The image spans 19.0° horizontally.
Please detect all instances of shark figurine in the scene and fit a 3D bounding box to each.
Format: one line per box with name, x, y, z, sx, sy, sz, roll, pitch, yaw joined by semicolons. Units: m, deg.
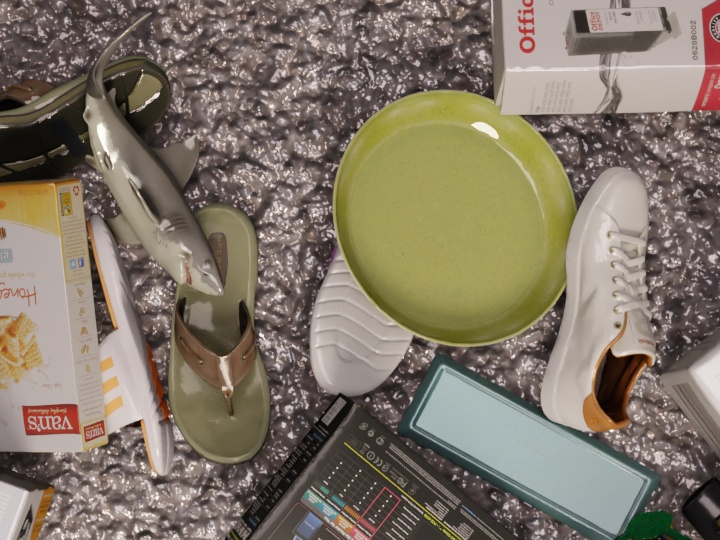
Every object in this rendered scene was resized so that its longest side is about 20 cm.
shark figurine;-0.159;-0.093;1.620;0.089;0.128;0.216;-35;118;-24

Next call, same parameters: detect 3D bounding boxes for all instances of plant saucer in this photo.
plant saucer;0.070;-0.038;1.643;0.198;0.031;0.202;5;74;-16
plant saucer;0.130;0.141;1.658;0.199;0.019;0.070;29;86;2

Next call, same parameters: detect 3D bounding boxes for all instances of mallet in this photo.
mallet;0.279;0.197;1.563;0.041;0.200;0.066;-44;93;2

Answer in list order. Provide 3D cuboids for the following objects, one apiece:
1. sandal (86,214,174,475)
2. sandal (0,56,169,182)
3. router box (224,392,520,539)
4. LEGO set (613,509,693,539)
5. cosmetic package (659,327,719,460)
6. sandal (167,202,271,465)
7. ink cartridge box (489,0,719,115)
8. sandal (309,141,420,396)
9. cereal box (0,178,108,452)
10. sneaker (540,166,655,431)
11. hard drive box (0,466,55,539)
sandal;-0.192;0.063;1.641;0.059;0.079;0.209;-18;77;0
sandal;-0.242;-0.115;1.655;0.199;0.080;0.058;-21;47;0
router box;0.016;0.212;1.604;0.200;0.062;0.150;41;85;-14
LEGO set;0.204;0.282;1.584;0.199;0.153;0.117;-34;116;-28
cosmetic package;0.354;0.080;1.588;0.199;0.165;0.166;-37;86;-2
sandal;-0.112;0.048;1.646;0.079;0.057;0.203;-4;85;0
ink cartridge box;0.200;-0.202;1.640;0.198;0.083;0.148;-2;72;0
sandal;0.007;0.002;1.657;0.082;0.050;0.205;17;74;-13
cereal box;-0.264;0.035;1.610;0.143;0.039;0.202;-3;95;30
sneaker;0.200;0.025;1.626;0.072;0.084;0.202;9;93;-40
hard drive box;-0.302;0.242;1.582;0.076;0.156;0.202;20;86;1
